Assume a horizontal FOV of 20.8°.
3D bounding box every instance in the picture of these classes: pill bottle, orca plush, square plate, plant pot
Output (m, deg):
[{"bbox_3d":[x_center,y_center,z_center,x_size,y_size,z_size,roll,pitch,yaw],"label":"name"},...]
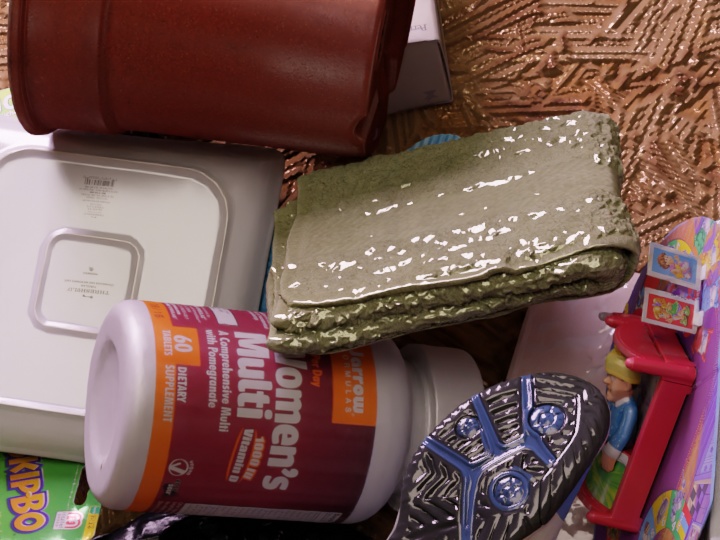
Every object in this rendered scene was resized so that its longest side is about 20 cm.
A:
[{"bbox_3d":[-0.040,0.078,1.048,0.198,0.110,0.110,6,59,-19],"label":"pill bottle"},{"bbox_3d":[-0.073,0.161,1.068,0.198,0.071,0.106,8,63,14],"label":"orca plush"},{"bbox_3d":[-0.155,0.010,1.125,0.198,0.028,0.200,7,76,8],"label":"square plate"},{"bbox_3d":[-0.073,-0.154,1.103,0.194,0.201,0.202,13,64,5],"label":"plant pot"}]

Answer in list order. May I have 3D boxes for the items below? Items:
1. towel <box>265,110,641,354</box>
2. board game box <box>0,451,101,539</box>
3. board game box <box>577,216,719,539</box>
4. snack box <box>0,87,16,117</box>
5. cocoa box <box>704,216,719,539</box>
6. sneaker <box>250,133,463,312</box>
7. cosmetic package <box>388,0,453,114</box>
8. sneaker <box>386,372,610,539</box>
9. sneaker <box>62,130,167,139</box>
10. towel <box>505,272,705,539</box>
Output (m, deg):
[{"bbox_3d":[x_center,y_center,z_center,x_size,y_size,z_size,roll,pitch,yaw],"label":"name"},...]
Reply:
[{"bbox_3d":[0.045,-0.020,1.027,0.198,0.037,0.149,-14,34,11],"label":"towel"},{"bbox_3d":[-0.239,0.135,1.117,0.198,0.030,0.096,-7,35,9],"label":"board game box"},{"bbox_3d":[0.133,0.068,0.992,0.039,0.158,0.202,13,67,-11],"label":"board game box"},{"bbox_3d":[-0.255,-0.003,1.199,0.141,0.053,0.201,-13,62,1],"label":"snack box"},{"bbox_3d":[0.240,0.091,0.980,0.132,0.131,0.201,0,62,12],"label":"cocoa box"},{"bbox_3d":[0.000,0.000,1.145,0.199,0.081,0.077,-28,60,17],"label":"sneaker"},{"bbox_3d":[-0.005,-0.198,1.252,0.104,0.071,0.201,-11,60,4],"label":"cosmetic package"},{"bbox_3d":[0.052,0.136,0.961,0.076,0.077,0.200,36,84,32],"label":"sneaker"},{"bbox_3d":[-0.147,-0.099,1.222,0.086,0.080,0.202,-6,66,-5],"label":"sneaker"},{"bbox_3d":[0.173,0.094,1.085,0.198,0.032,0.192,12,65,16],"label":"towel"}]
